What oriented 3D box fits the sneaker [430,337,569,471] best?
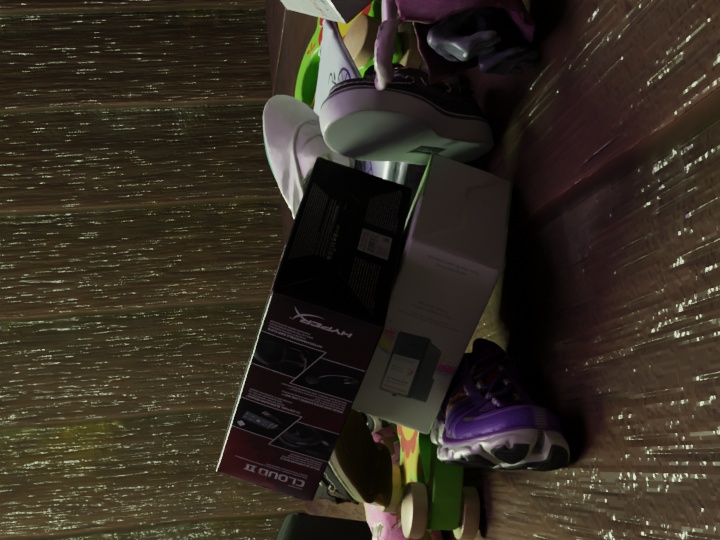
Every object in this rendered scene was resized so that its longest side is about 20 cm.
[{"bbox_3d":[0.087,0.091,0.746,0.200,0.080,0.084,-176,90,-81],"label":"sneaker"}]

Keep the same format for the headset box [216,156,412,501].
[{"bbox_3d":[-0.034,0.049,0.754,0.149,0.077,0.201,-76,6,-49],"label":"headset box"}]

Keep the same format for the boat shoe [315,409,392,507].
[{"bbox_3d":[-0.018,0.166,0.908,0.200,0.064,0.074,61,-156,-63],"label":"boat shoe"}]

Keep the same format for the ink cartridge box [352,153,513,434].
[{"bbox_3d":[0.045,0.033,0.788,0.117,0.067,0.201,-73,2,-53],"label":"ink cartridge box"}]

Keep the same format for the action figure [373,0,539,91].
[{"bbox_3d":[0.044,-0.217,0.695,0.134,0.148,0.201,107,143,-78],"label":"action figure"}]

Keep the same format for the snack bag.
[{"bbox_3d":[-0.009,-0.086,0.923,0.201,0.021,0.190,-113,24,-44],"label":"snack bag"}]

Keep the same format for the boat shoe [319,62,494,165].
[{"bbox_3d":[0.030,-0.112,0.756,0.200,0.068,0.057,2,-109,-59],"label":"boat shoe"}]

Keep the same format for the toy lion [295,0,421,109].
[{"bbox_3d":[-0.010,-0.239,1.089,0.200,0.068,0.193,-48,37,41],"label":"toy lion"}]

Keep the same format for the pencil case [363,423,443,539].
[{"bbox_3d":[0.036,0.247,1.138,0.201,0.082,0.087,-106,-1,-53],"label":"pencil case"}]

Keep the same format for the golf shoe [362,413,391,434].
[{"bbox_3d":[-0.023,0.095,1.118,0.200,0.092,0.073,47,175,-24],"label":"golf shoe"}]

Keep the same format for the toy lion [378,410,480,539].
[{"bbox_3d":[0.063,0.140,1.014,0.200,0.068,0.193,166,107,-81],"label":"toy lion"}]

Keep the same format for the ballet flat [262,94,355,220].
[{"bbox_3d":[-0.025,-0.057,0.864,0.069,0.069,0.202,118,139,-75],"label":"ballet flat"}]

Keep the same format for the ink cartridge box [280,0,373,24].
[{"bbox_3d":[0.000,-0.307,0.931,0.084,0.175,0.200,49,178,-24],"label":"ink cartridge box"}]

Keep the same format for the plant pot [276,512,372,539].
[{"bbox_3d":[-0.037,0.414,1.406,0.200,0.198,0.179,117,162,-75],"label":"plant pot"}]

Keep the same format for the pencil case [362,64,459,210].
[{"bbox_3d":[0.045,-0.075,0.926,0.091,0.082,0.202,-75,-16,-73],"label":"pencil case"}]
